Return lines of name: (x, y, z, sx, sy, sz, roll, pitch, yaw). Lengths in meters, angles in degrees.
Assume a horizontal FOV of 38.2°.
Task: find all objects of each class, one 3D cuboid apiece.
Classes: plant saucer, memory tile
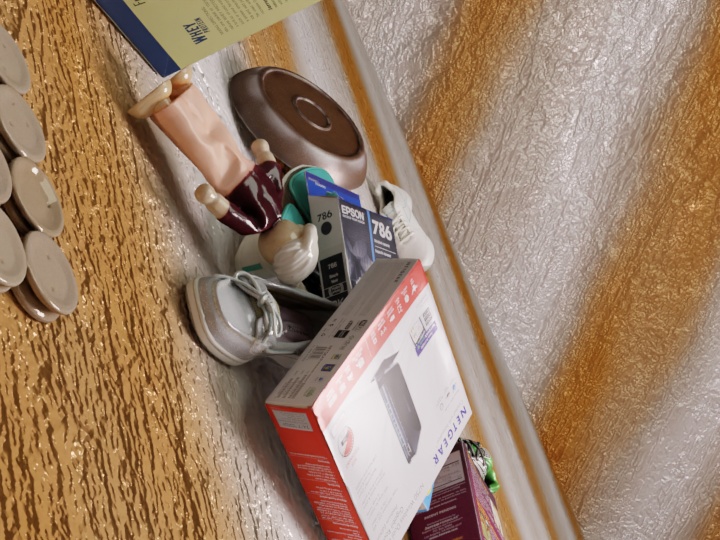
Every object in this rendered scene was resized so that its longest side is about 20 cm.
plant saucer: (-0.065, -0.178, 1.239, 0.199, 0.032, 0.201, 32, 30, -21)
memory tile: (-0.213, -0.078, 0.559, 0.153, 0.017, 0.202, 45, 24, -65)

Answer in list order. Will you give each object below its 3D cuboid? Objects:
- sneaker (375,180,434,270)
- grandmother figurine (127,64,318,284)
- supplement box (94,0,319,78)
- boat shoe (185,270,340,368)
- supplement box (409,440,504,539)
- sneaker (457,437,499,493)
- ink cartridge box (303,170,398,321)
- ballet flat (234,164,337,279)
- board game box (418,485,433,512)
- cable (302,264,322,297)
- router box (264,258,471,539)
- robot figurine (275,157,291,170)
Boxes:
sneaker: (0.072, -0.081, 1.915, 0.080, 0.070, 0.202, 35, 26, -54)
grandmother figurine: (-0.103, -0.075, 0.877, 0.201, 0.060, 0.121, 53, 43, -12)
supplement box: (-0.144, -0.309, 0.895, 0.200, 0.198, 0.135, 50, 20, -58)
boat shoe: (-0.073, 0.038, 0.858, 0.202, 0.064, 0.075, 27, 40, -61)
supplement box: (0.114, 0.312, 1.192, 0.201, 0.085, 0.111, -96, 159, -58)
sneaker: (0.128, 0.246, 1.414, 0.079, 0.084, 0.201, -102, 164, -47)
ink cartridge box: (0.000, 0.000, 1.002, 0.099, 0.039, 0.202, 16, 58, -54)
ballet flat: (-0.076, -0.048, 1.011, 0.070, 0.069, 0.200, 63, 22, -19)
board game box: (0.025, 0.115, 1.093, 0.197, 0.055, 0.201, 60, 30, -31)
cable: (-0.060, -0.037, 1.156, 0.200, 0.050, 0.165, 51, 19, -55)
router box: (0.016, 0.119, 0.899, 0.200, 0.048, 0.181, -52, 131, -43)
robot figurine: (-0.049, -0.103, 1.303, 0.202, 0.058, 0.145, 61, 10, 4)
